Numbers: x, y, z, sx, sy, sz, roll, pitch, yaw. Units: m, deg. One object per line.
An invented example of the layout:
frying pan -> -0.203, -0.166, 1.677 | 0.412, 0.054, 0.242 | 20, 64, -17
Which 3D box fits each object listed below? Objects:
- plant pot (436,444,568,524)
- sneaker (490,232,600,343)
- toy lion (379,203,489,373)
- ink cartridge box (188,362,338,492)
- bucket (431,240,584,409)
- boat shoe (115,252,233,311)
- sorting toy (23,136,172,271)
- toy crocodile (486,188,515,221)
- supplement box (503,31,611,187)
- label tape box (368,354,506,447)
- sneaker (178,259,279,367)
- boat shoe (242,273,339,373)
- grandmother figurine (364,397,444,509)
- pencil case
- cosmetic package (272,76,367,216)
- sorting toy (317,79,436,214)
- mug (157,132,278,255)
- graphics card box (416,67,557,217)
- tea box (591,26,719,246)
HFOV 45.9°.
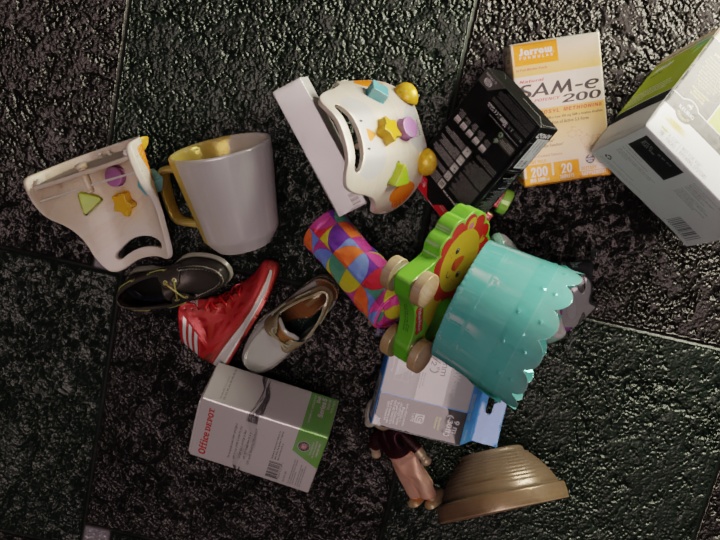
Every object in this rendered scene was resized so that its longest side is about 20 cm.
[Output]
plant pot -> 0.210, 0.324, 1.305 | 0.201, 0.201, 0.093 | -14, 71, 7
sneaker -> 0.287, -0.002, 1.262 | 0.140, 0.078, 0.200 | -33, 114, 7
toy lion -> 0.110, 0.014, 1.159 | 0.069, 0.192, 0.200 | 29, 139, 29
ink cartridge box -> -0.151, 0.244, 1.318 | 0.200, 0.084, 0.146 | 19, 129, -1
bucket -> 0.194, 0.066, 1.138 | 0.135, 0.207, 0.207 | 28, 104, 14
boat shoe -> -0.280, 0.024, 1.274 | 0.201, 0.061, 0.072 | -11, 120, 30
sorting toy -> -0.356, -0.089, 1.252 | 0.200, 0.107, 0.180 | -12, 107, 24
toy crocodile -> 0.170, -0.077, 1.256 | 0.067, 0.062, 0.200 | 29, 104, 1
supplement box -> 0.279, -0.228, 1.209 | 0.126, 0.074, 0.200 | -8, 102, 5
label tape box -> 0.125, 0.175, 1.251 | 0.200, 0.066, 0.143 | 14, 91, -1
sneaker -> -0.213, 0.051, 1.306 | 0.115, 0.078, 0.200 | 30, 102, -5
boat shoe -> -0.115, 0.087, 1.311 | 0.075, 0.068, 0.200 | 40, 103, -6
grandmother figurine -> 0.061, 0.283, 1.341 | 0.121, 0.061, 0.200 | -13, 112, 35
pencil case -> 0.000, 0.000, 1.235 | 0.088, 0.088, 0.200 | -47, 61, 12
cosmetic package -> -0.055, -0.181, 1.238 | 0.051, 0.083, 0.200 | -26, 100, 12
sorting toy -> 0.009, -0.178, 1.158 | 0.107, 0.180, 0.200 | -16, 92, 32
mug -> -0.196, -0.112, 1.254 | 0.149, 0.187, 0.153 | -22, 113, -24
graphics card box -> 0.165, -0.165, 1.186 | 0.126, 0.051, 0.200 | 55, 126, 26
tea box -> 0.462, -0.175, 1.142 | 0.200, 0.134, 0.197 | 43, 75, -8
